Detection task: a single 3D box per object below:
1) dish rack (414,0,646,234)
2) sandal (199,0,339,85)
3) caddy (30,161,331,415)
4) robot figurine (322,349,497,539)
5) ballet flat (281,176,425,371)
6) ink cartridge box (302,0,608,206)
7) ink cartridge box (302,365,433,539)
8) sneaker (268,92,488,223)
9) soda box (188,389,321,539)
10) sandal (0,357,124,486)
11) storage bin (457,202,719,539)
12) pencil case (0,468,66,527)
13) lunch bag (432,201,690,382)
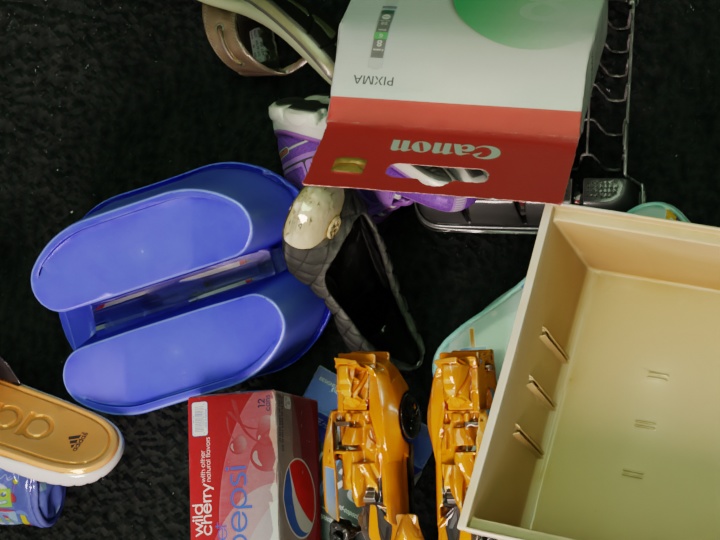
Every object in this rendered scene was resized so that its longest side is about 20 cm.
[{"bbox_3d":[0.111,-0.127,1.589,0.152,0.055,0.202,2,79,11],"label":"dish rack"},{"bbox_3d":[-0.078,-0.163,1.627,0.200,0.080,0.058,30,103,23],"label":"sandal"},{"bbox_3d":[-0.114,0.012,1.582,0.199,0.105,0.142,-17,93,19],"label":"caddy"},{"bbox_3d":[0.035,0.150,1.495,0.144,0.058,0.202,-2,91,27],"label":"robot figurine"},{"bbox_3d":[0.000,0.000,1.516,0.057,0.200,0.067,32,77,28],"label":"ballet flat"},{"bbox_3d":[0.060,-0.117,1.484,0.160,0.200,0.050,4,124,12],"label":"ink cartridge box"},{"bbox_3d":[-0.037,0.168,1.574,0.099,0.039,0.201,27,86,15],"label":"ink cartridge box"},{"bbox_3d":[0.016,-0.062,1.552,0.080,0.200,0.084,-12,107,-30],"label":"sneaker"},{"bbox_3d":[-0.064,0.178,1.520,0.063,0.070,0.202,-5,79,22],"label":"soda box"},{"bbox_3d":[-0.243,0.077,1.550,0.205,0.060,0.079,12,44,19],"label":"sandal"},{"bbox_3d":[0.185,0.083,1.406,0.197,0.094,0.201,10,73,24],"label":"storage bin"},{"bbox_3d":[-0.288,0.119,1.612,0.198,0.087,0.079,6,122,12],"label":"pencil case"},{"bbox_3d":[0.154,0.070,1.534,0.199,0.077,0.161,-35,77,4],"label":"lunch bag"}]
